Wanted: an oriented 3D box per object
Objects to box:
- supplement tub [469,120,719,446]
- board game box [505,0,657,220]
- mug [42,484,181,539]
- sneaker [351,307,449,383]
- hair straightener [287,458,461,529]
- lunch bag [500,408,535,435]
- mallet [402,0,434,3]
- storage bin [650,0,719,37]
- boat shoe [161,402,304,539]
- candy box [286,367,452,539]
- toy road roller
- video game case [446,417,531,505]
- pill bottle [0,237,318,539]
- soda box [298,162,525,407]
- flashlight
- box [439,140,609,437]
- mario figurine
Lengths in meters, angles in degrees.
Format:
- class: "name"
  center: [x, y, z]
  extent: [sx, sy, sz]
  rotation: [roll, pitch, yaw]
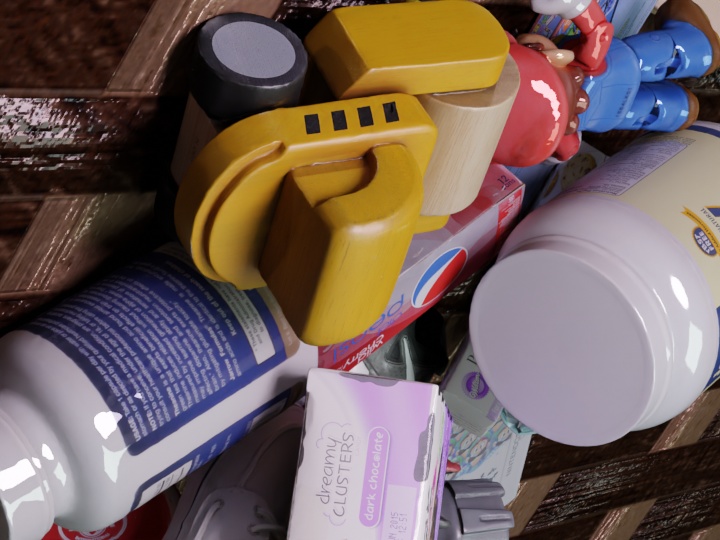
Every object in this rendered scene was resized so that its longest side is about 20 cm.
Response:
- class: "supplement tub"
  center: [0.167, 0.007, 1.629]
  extent: [0.200, 0.145, 0.145]
  rotation: [-35, 154, -48]
- class: "board game box"
  center: [0.111, -0.103, 1.678]
  extent: [0.103, 0.019, 0.200]
  rotation: [-9, 135, -57]
- class: "mug"
  center: [-0.121, 0.182, 1.591]
  extent: [0.177, 0.133, 0.200]
  rotation: [-34, 149, -13]
- class: "sneaker"
  center: [0.022, 0.067, 1.729]
  extent: [0.090, 0.066, 0.200]
  rotation: [-41, 153, -10]
- class: "hair straightener"
  center: [-0.033, 0.143, 1.673]
  extent: [0.200, 0.041, 0.077]
  rotation: [8, 89, -28]
- class: "lunch bag"
  center: [0.181, 0.022, 1.846]
  extent: [0.200, 0.122, 0.170]
  rotation: [-53, 173, 23]
- class: "mallet"
  center: [-0.001, -0.107, 1.471]
  extent: [0.200, 0.041, 0.066]
  rotation: [-51, 155, 17]
- class: "storage bin"
  center: [0.295, -0.206, 1.743]
  extent: [0.200, 0.094, 0.198]
  rotation: [-54, 155, 12]
- class: "boat shoe"
  center: [-0.068, 0.155, 1.473]
  extent: [0.074, 0.065, 0.200]
  rotation: [49, 59, -38]
- class: "candy box"
  center: [0.003, 0.148, 1.481]
  extent: [0.200, 0.071, 0.168]
  rotation: [63, 34, -81]
- class: "toy road roller"
  center: [0.000, -0.044, 1.390]
  extent: [0.200, 0.146, 0.123]
  rotation: [-10, 139, -28]
- class: "video game case"
  center: [0.049, 0.155, 1.959]
  extent: [0.200, 0.024, 0.182]
  rotation: [-33, 152, -30]
- class: "pill bottle"
  center: [-0.128, 0.065, 1.418]
  extent: [0.200, 0.111, 0.111]
  rotation: [-32, 152, -32]
- class: "soda box"
  center: [0.000, 0.000, 1.585]
  extent: [0.200, 0.070, 0.063]
  rotation: [-37, 154, -24]
- class: "flashlight"
  center: [-0.001, 0.170, 1.744]
  extent: [0.200, 0.068, 0.068]
  rotation: [0, 93, -20]
- class: "box"
  center: [0.105, 0.009, 1.719]
  extent: [0.200, 0.041, 0.039]
  rotation: [-61, -178, -24]
- class: "mario figurine"
  center: [0.113, -0.121, 1.589]
  extent: [0.200, 0.106, 0.124]
  rotation: [-9, 97, -44]
